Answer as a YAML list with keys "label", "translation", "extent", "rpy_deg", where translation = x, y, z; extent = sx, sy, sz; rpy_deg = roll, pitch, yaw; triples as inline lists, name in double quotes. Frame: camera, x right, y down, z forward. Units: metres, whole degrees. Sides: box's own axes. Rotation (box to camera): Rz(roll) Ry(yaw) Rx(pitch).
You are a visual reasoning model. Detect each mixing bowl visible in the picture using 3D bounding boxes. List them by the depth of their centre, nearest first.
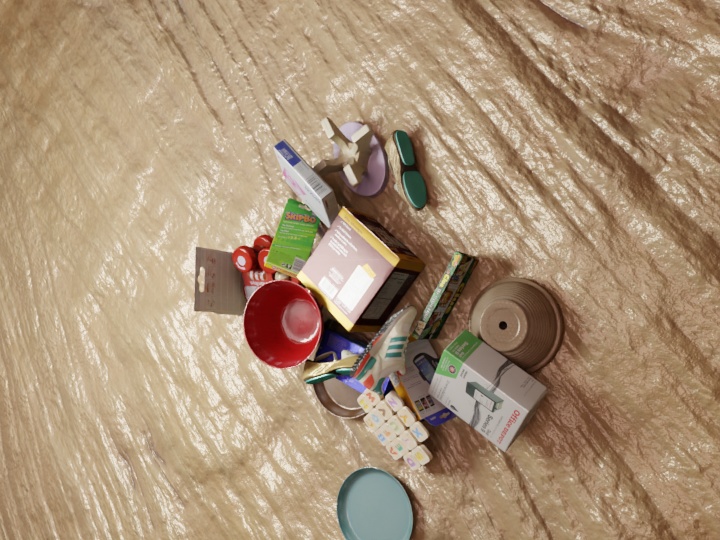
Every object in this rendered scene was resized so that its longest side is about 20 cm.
- label: "mixing bowl"
  translation: [-0.161, 0.122, 1.489]
  extent: [0.198, 0.108, 0.203]
  rpy_deg: [0, 89, 20]

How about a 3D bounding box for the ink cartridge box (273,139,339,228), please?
- label: "ink cartridge box"
  translation: [-0.118, -0.184, 1.518]
  extent: [0.043, 0.201, 0.197]
  rpy_deg: [-37, 64, -12]

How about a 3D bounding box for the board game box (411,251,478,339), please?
- label: "board game box"
  translation: [0.182, 0.056, 1.368]
  extent: [0.023, 0.104, 0.202]
  rpy_deg: [32, 102, 25]

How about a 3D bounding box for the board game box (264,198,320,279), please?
- label: "board game box"
  translation: [-0.160, -0.080, 1.553]
  extent: [0.030, 0.095, 0.202]
  rpy_deg: [128, 160, -57]

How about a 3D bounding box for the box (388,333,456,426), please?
- label: "box"
  translation: [0.130, 0.237, 1.373]
  extent: [0.201, 0.118, 0.042]
  rpy_deg: [63, 145, 19]

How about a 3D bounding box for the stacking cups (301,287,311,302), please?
- label: "stacking cups"
  translation: [-0.173, 0.108, 1.598]
  extent: [0.199, 0.060, 0.061]
  rpy_deg: [-39, 68, 22]

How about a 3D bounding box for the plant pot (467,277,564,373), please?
- label: "plant pot"
  translation: [0.302, 0.113, 1.298]
  extent: [0.199, 0.092, 0.204]
  rpy_deg: [-3, 84, 31]

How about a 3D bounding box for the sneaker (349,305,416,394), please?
- label: "sneaker"
  translation: [0.068, 0.167, 1.331]
  extent: [0.093, 0.070, 0.200]
  rpy_deg: [41, 71, -3]

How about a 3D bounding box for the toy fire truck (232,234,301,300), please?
- label: "toy fire truck"
  translation: [-0.224, 0.006, 1.625]
  extent: [0.198, 0.112, 0.170]
  rpy_deg: [4, 113, 29]

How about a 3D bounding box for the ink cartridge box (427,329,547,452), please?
- label: "ink cartridge box"
  translation: [0.249, 0.239, 1.277]
  extent: [0.199, 0.084, 0.147]
  rpy_deg: [35, 137, 23]

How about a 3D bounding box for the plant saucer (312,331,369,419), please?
- label: "plant saucer"
  translation: [-0.027, 0.246, 1.514]
  extent: [0.198, 0.034, 0.203]
  rpy_deg: [-4, 83, 29]

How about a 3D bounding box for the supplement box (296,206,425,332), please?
- label: "supplement box"
  translation: [0.000, 0.000, 1.464]
  extent: [0.197, 0.132, 0.201]
  rpy_deg: [43, 107, 27]

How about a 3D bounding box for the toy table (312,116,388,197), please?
- label: "toy table"
  translation: [-0.024, -0.272, 1.515]
  extent: [0.184, 0.117, 0.201]
  rpy_deg: [-45, 66, 19]

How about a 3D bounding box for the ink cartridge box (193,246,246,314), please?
- label: "ink cartridge box"
  translation: [-0.369, 0.030, 1.641]
  extent: [0.047, 0.199, 0.162]
  rpy_deg: [-4, 83, 29]

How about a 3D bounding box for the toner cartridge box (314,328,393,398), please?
- label: "toner cartridge box"
  translation: [-0.009, 0.214, 1.463]
  extent: [0.199, 0.043, 0.096]
  rpy_deg: [24, 97, 29]

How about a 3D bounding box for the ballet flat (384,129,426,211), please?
- label: "ballet flat"
  translation: [0.101, -0.223, 1.476]
  extent: [0.065, 0.070, 0.202]
  rpy_deg: [-31, 65, 53]

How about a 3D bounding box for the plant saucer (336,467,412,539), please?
- label: "plant saucer"
  translation: [0.035, 0.549, 1.453]
  extent: [0.198, 0.027, 0.203]
  rpy_deg: [-4, 83, 31]

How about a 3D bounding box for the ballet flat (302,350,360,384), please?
- label: "ballet flat"
  translation: [-0.049, 0.208, 1.426]
  extent: [0.198, 0.068, 0.064]
  rpy_deg: [-14, 65, 28]

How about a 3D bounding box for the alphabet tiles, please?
- label: "alphabet tiles"
  translation: [0.071, 0.339, 1.381]
  extent: [0.200, 0.015, 0.196]
  rpy_deg: [49, 147, 11]

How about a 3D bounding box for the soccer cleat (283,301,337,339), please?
- label: "soccer cleat"
  translation: [-0.123, 0.148, 1.563]
  extent: [0.200, 0.068, 0.086]
  rpy_deg: [-41, 66, 17]
